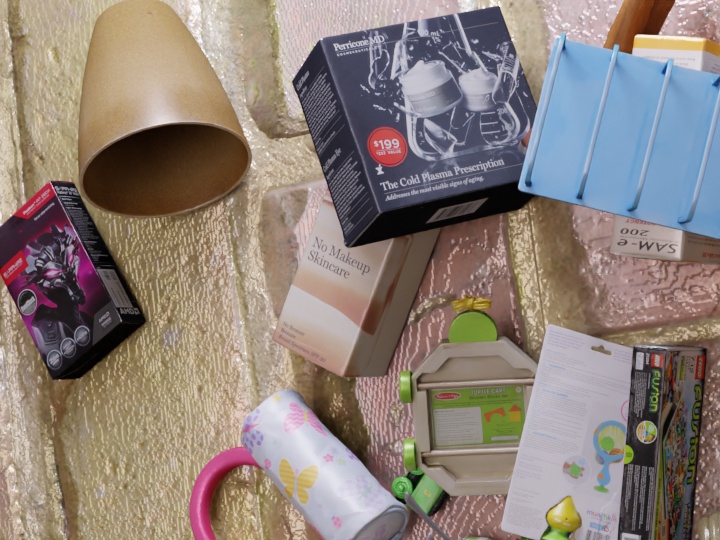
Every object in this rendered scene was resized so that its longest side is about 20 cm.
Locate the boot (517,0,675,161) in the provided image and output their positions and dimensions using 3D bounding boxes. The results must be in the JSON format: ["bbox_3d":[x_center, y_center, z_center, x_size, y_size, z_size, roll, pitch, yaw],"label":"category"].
[{"bbox_3d":[0.231,-0.186,1.630,0.068,0.188,0.200,36,118,22],"label":"boot"}]

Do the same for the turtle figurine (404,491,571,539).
[{"bbox_3d":[0.106,0.318,1.723,0.144,0.199,0.195,19,105,59],"label":"turtle figurine"}]

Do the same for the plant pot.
[{"bbox_3d":[-0.227,-0.189,1.936,0.186,0.186,0.200,-29,59,26],"label":"plant pot"}]

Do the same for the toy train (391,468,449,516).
[{"bbox_3d":[0.100,0.162,1.793,0.056,0.042,0.200,36,106,16],"label":"toy train"}]

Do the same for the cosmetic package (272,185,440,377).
[{"bbox_3d":[0.000,0.000,1.829,0.103,0.087,0.201,25,100,30],"label":"cosmetic package"}]

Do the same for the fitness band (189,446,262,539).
[{"bbox_3d":[-0.099,0.276,1.907,0.200,0.037,0.144,37,106,25],"label":"fitness band"}]

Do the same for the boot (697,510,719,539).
[{"bbox_3d":[0.398,0.287,1.592,0.155,0.073,0.200,-28,73,26],"label":"boot"}]

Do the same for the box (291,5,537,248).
[{"bbox_3d":[0.061,-0.140,1.725,0.183,0.199,0.104,70,156,13],"label":"box"}]

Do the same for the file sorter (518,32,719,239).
[{"bbox_3d":[0.245,-0.114,1.511,0.199,0.123,0.139,14,92,6],"label":"file sorter"}]

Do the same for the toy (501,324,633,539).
[{"bbox_3d":[0.204,0.165,1.696,0.115,0.047,0.201,16,76,-9],"label":"toy"}]

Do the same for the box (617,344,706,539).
[{"bbox_3d":[0.278,0.169,1.646,0.035,0.110,0.201,5,91,30],"label":"box"}]

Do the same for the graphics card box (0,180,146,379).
[{"bbox_3d":[-0.343,0.011,2.053,0.125,0.051,0.200,-37,71,24],"label":"graphics card box"}]

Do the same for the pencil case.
[{"bbox_3d":[-0.037,0.211,1.833,0.200,0.091,0.083,44,118,29],"label":"pencil case"}]

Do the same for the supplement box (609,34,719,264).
[{"bbox_3d":[0.293,-0.108,1.638,0.073,0.126,0.201,7,91,30],"label":"supplement box"}]

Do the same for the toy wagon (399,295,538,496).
[{"bbox_3d":[0.116,0.121,1.744,0.155,0.040,0.201,-3,99,6],"label":"toy wagon"}]
